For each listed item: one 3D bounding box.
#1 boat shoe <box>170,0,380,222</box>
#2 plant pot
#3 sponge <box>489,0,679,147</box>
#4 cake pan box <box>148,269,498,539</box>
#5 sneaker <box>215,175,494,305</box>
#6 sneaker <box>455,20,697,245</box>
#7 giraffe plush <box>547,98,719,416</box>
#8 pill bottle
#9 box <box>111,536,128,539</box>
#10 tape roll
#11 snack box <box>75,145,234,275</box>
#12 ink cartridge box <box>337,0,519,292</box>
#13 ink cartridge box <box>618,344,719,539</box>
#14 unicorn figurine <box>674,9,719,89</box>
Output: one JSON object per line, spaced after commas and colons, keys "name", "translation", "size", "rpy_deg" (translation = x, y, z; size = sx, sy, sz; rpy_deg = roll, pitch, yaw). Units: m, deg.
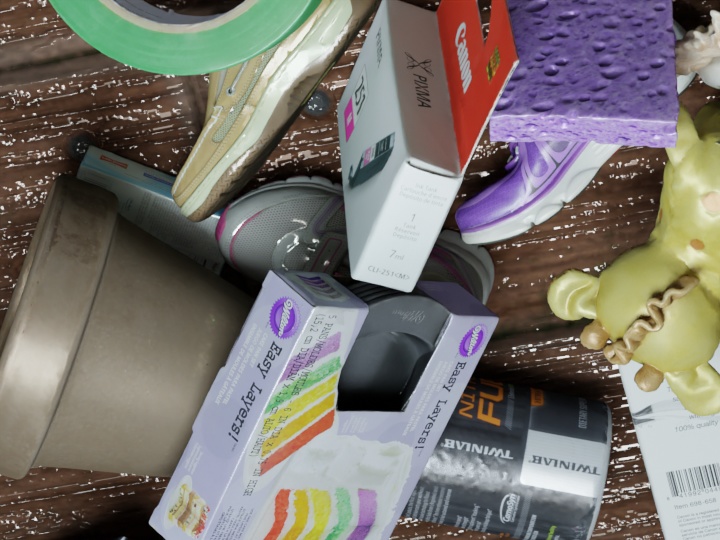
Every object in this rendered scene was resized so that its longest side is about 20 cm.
{"name": "boat shoe", "translation": [-0.072, -0.126, 1.504], "size": [0.076, 0.072, 0.200], "rpy_deg": [38, 102, 1]}
{"name": "plant pot", "translation": [-0.147, 0.055, 1.487], "size": [0.174, 0.200, 0.200], "rpy_deg": [18, 117, -9]}
{"name": "sponge", "translation": [0.135, -0.158, 1.394], "size": [0.111, 0.200, 0.030], "rpy_deg": [1, 142, 4]}
{"name": "cake pan box", "translation": [-0.019, 0.091, 1.447], "size": [0.052, 0.184, 0.200], "rpy_deg": [38, 111, 34]}
{"name": "sneaker", "translation": [0.000, 0.000, 1.531], "size": [0.200, 0.088, 0.081], "rpy_deg": [14, 117, -11]}
{"name": "sneaker", "translation": [0.132, -0.098, 1.503], "size": [0.083, 0.081, 0.200], "rpy_deg": [44, 103, -2]}
{"name": "giraffe plush", "translation": [0.216, -0.003, 1.422], "size": [0.173, 0.200, 0.162], "rpy_deg": [42, 107, 31]}
{"name": "pill bottle", "translation": [0.068, 0.126, 1.589], "size": [0.200, 0.106, 0.106], "rpy_deg": [10, 117, -1]}
{"name": "box", "translation": [-0.186, 0.313, 1.652], "size": [0.200, 0.124, 0.196], "rpy_deg": [48, 142, -18]}
{"name": "tape roll", "translation": [-0.109, -0.225, 1.427], "size": [0.200, 0.048, 0.201], "rpy_deg": [2, 102, 10]}
{"name": "snack box", "translation": [-0.167, 0.023, 1.596], "size": [0.116, 0.037, 0.200], "rpy_deg": [21, 116, -4]}
{"name": "ink cartridge box", "translation": [0.037, -0.113, 1.409], "size": [0.043, 0.200, 0.174], "rpy_deg": [14, 124, -14]}
{"name": "ink cartridge box", "translation": [0.259, 0.083, 1.564], "size": [0.144, 0.084, 0.200], "rpy_deg": [-12, 115, 11]}
{"name": "unicorn figurine", "translation": [0.277, -0.134, 1.435], "size": [0.200, 0.074, 0.137], "rpy_deg": [14, 148, -22]}
